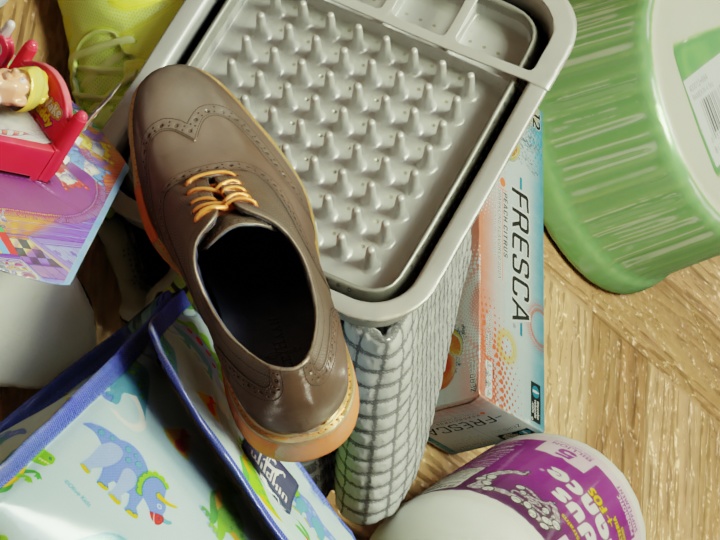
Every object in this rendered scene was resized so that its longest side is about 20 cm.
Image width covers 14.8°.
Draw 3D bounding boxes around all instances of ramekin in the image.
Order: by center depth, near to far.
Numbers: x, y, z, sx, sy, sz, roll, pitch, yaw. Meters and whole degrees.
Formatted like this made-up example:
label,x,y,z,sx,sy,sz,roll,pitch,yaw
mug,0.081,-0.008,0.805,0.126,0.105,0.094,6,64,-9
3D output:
label,x,y,z,sx,sy,sz,roll,pitch,yaw
ramekin,0.183,-0.093,1.712,0.200,0.098,0.200,29,53,-48

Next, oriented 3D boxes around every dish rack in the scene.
label,x,y,z,sx,sy,sz,roll,pitch,yaw
dish rack,-0.012,-0.072,1.266,0.200,0.171,0.044,-60,167,-26

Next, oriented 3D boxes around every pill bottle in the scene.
label,x,y,z,sx,sy,sz,roll,pitch,yaw
pill bottle,0.065,0.156,1.399,0.200,0.112,0.112,-25,98,-64

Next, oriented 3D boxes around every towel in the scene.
label,x,y,z,sx,sy,sz,roll,pitch,yaw
towel,0.000,0.000,1.355,0.166,0.085,0.200,90,12,-51

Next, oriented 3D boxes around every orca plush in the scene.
label,x,y,z,sx,sy,sz,roll,pitch,yaw
orca plush,-0.192,-0.004,1.170,0.200,0.071,0.105,10,113,-50

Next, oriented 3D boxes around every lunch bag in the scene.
label,x,y,z,sx,sy,sz,roll,pitch,yaw
lunch bag,-0.085,0.121,1.166,0.170,0.127,0.200,56,39,-7

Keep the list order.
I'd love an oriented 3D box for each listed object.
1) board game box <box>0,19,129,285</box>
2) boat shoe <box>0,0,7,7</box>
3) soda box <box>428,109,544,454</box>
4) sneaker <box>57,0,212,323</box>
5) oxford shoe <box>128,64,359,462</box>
label,x,y,z,sx,sy,sz,roll,pitch,yaw
board game box,-0.164,-0.076,1.146,0.158,0.039,0.200,34,22,-8
boat shoe,-0.204,-0.183,1.171,0.202,0.086,0.075,27,17,-44
soda box,0.058,-0.006,1.522,0.068,0.063,0.200,31,53,-47
sneaker,-0.101,-0.065,1.300,0.076,0.075,0.200,-23,95,-57
oxford shoe,-0.050,-0.020,1.169,0.073,0.071,0.200,81,-16,-58
